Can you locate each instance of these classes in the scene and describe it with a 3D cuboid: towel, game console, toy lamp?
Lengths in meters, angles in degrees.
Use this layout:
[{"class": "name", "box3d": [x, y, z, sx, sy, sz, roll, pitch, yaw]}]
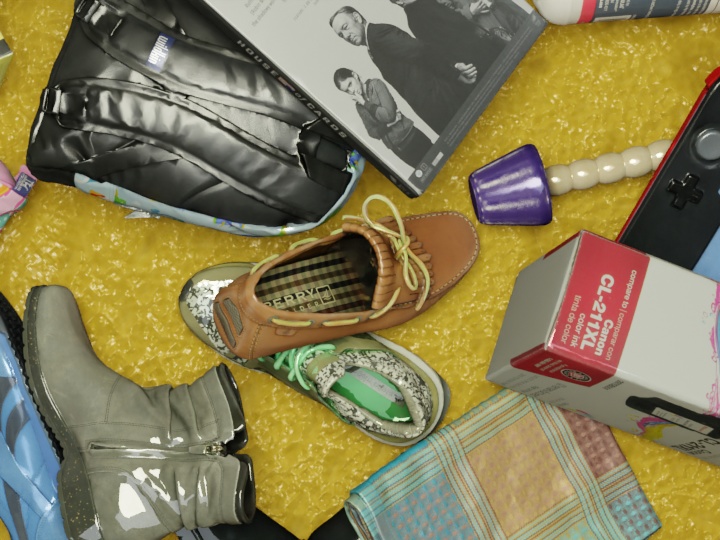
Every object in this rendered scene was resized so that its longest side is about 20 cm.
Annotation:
[{"class": "towel", "box3d": [0.098, 0.162, 1.165, 0.200, 0.022, 0.147, -31, 95, -25]}, {"class": "game console", "box3d": [0.283, -0.032, 1.158, 0.199, 0.031, 0.177, 24, 105, -14]}, {"class": "toy lamp", "box3d": [0.172, -0.070, 1.176, 0.199, 0.058, 0.059, -12, 94, -3]}]

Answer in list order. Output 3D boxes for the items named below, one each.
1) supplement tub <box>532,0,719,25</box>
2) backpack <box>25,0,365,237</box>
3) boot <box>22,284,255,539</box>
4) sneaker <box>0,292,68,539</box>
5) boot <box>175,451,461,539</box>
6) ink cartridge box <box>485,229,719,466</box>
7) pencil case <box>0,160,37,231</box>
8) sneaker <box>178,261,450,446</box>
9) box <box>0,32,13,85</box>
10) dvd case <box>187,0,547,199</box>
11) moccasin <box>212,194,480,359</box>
[{"class": "supplement tub", "box3d": [0.208, -0.234, 1.122, 0.199, 0.140, 0.141, -5, 94, -1]}, {"class": "backpack", "box3d": [-0.090, -0.100, 1.134, 0.199, 0.154, 0.164, 17, 86, 11]}, {"class": "boot", "box3d": [-0.140, 0.087, 1.144, 0.130, 0.068, 0.201, -21, 71, 9]}, {"class": "sneaker", "box3d": [-0.240, 0.111, 1.174, 0.078, 0.066, 0.201, -19, 94, 4]}, {"class": "boot", "box3d": [-0.023, 0.181, 1.180, 0.162, 0.073, 0.199, -33, 98, 2]}, {"class": "ink cartridge box", "box3d": [0.200, 0.058, 1.125, 0.199, 0.146, 0.083, 21, 75, -6]}, {"class": "pencil case", "box3d": [-0.297, 0.002, 1.156, 0.087, 0.087, 0.200, 34, 91, -3]}, {"class": "sneaker", "box3d": [-0.029, 0.055, 1.162, 0.199, 0.089, 0.077, 26, 93, -3]}, {"class": "box", "box3d": [-0.297, -0.203, 1.128, 0.050, 0.075, 0.201, -28, 84, -25]}, {"class": "dvd case", "box3d": [0.004, -0.166, 1.090, 0.200, 0.025, 0.151, 41, 73, -12]}, {"class": "moccasin", "box3d": [-0.001, -0.002, 1.131, 0.201, 0.078, 0.074, -11, 72, -34]}]
